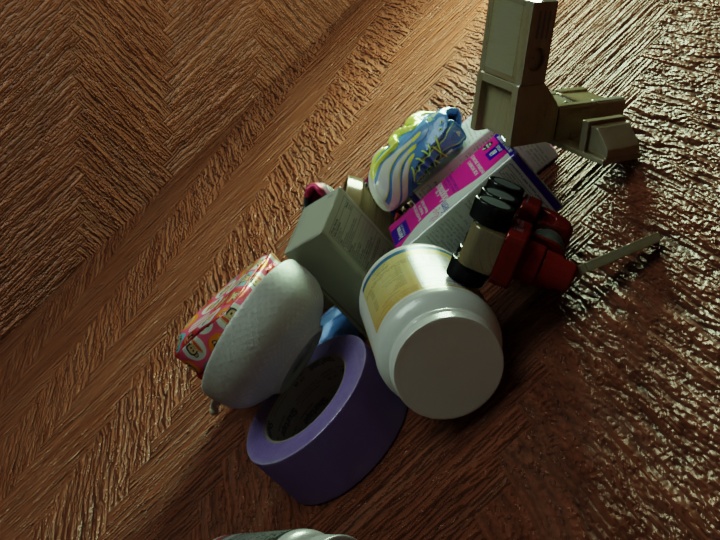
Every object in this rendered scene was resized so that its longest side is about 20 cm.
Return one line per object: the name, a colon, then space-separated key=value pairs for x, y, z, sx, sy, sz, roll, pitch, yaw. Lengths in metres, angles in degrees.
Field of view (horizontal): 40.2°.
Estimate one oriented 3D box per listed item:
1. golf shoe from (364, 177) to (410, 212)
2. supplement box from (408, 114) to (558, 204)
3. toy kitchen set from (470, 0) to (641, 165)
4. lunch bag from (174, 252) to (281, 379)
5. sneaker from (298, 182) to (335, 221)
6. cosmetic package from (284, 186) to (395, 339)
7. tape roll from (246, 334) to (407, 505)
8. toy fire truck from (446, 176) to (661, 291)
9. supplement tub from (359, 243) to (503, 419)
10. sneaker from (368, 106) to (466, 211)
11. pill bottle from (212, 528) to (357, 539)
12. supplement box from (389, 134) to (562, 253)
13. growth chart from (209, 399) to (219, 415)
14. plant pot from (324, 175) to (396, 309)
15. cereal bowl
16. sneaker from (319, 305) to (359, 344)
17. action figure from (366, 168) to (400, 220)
golf shoe: x=0.077 y=-0.148 z=1.641 sx=0.091 sy=0.076 sz=0.199 roll=-33 pitch=11 yaw=-36
supplement box: x=0.170 y=-0.155 z=1.423 sx=0.200 sy=0.103 sz=0.101 roll=-40 pitch=22 yaw=16
toy kitchen set: x=0.273 y=-0.242 z=1.217 sx=0.199 sy=0.182 sz=0.163 roll=-12 pitch=31 yaw=-33
lunch bag: x=-0.180 y=0.058 z=1.483 sx=0.176 sy=0.082 sz=0.200 roll=-38 pitch=12 yaw=36
sneaker: x=-0.074 y=-0.044 z=1.602 sx=0.080 sy=0.075 sz=0.202 roll=-6 pitch=73 yaw=25
cosmetic package: x=0.000 y=0.000 z=1.314 sx=0.073 sy=0.200 sz=0.104 roll=-28 pitch=27 yaw=35
tape roll: x=-0.042 y=0.183 z=1.222 sx=0.199 sy=0.085 sz=0.200 roll=-37 pitch=22 yaw=18
toy fire truck: x=0.219 y=-0.031 z=1.112 sx=0.176 sy=0.199 sz=0.130 roll=-45 pitch=-22 yaw=-69
supplement tub: x=0.080 y=0.067 z=1.130 sx=0.144 sy=0.145 sz=0.200 roll=-41 pitch=22 yaw=9
sneaker: x=0.084 y=-0.168 z=1.366 sx=0.105 sy=0.076 sz=0.201 roll=-22 pitch=31 yaw=42
pill bottle: x=-0.081 y=0.323 z=0.999 sx=0.199 sy=0.114 sz=0.114 roll=-20 pitch=32 yaw=47
supplement box: x=0.147 y=-0.069 z=1.292 sx=0.200 sy=0.103 sz=0.101 roll=-42 pitch=21 yaw=11
growth chart: x=-0.147 y=0.105 z=1.376 sx=0.200 sy=0.018 sz=0.145 roll=-52 pitch=-11 yaw=-31
plant pot: x=0.001 y=-0.034 z=1.466 sx=0.201 sy=0.092 sz=0.203 roll=-167 pitch=90 yaw=-87
cereal bowl: x=-0.107 y=0.090 z=1.224 sx=0.201 sy=0.083 sz=0.200 roll=-56 pitch=-10 yaw=-15
sneaker: x=-0.053 y=0.130 z=1.373 sx=0.200 sy=0.066 sz=0.078 roll=-49 pitch=34 yaw=-9
action figure: x=0.039 y=-0.124 z=1.508 sx=0.052 sy=0.065 sz=0.200 roll=-60 pitch=-8 yaw=-16
